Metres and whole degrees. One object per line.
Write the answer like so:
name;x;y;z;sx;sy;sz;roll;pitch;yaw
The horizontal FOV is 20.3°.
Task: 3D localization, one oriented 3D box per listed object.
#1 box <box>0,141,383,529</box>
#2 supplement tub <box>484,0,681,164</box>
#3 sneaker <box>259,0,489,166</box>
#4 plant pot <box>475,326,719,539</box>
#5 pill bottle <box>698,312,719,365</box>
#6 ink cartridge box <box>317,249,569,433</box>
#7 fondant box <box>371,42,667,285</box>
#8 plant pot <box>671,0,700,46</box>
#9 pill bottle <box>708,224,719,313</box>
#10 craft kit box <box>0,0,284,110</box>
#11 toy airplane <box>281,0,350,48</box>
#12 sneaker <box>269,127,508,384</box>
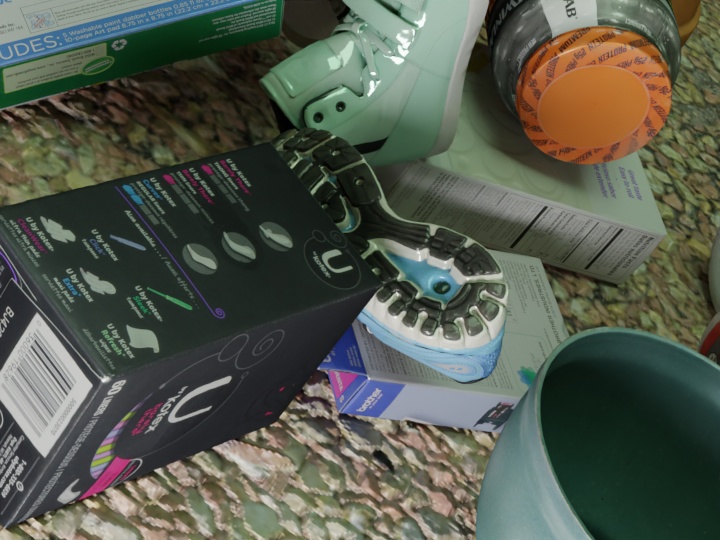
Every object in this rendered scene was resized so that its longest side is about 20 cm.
box;-0.107;0.027;0.992;0.200;0.122;0.106;-19;64;-48
supplement tub;0.141;-0.169;1.314;0.122;0.123;0.200;22;37;-21
sneaker;0.004;-0.136;1.138;0.118;0.201;0.074;-19;42;-29
plant pot;0.140;0.149;1.062;0.200;0.134;0.201;23;40;-21
pill bottle;0.281;0.112;1.222;0.116;0.116;0.200;18;41;-25
ink cartridge box;0.037;0.034;1.176;0.200;0.042;0.120;11;45;-34
fondant box;0.093;-0.081;1.329;0.200;0.058;0.145;16;42;-29
plant pot;0.200;-0.270;1.551;0.200;0.140;0.200;22;39;-19
pill bottle;0.352;0.011;1.402;0.200;0.116;0.116;14;43;-30
craft kit box;-0.171;-0.194;1.168;0.199;0.049;0.198;-16;61;-16
toy airplane;-0.064;-0.243;1.297;0.200;0.141;0.199;37;37;-3
sneaker;0.000;0.000;1.099;0.078;0.090;0.200;-39;56;-16
